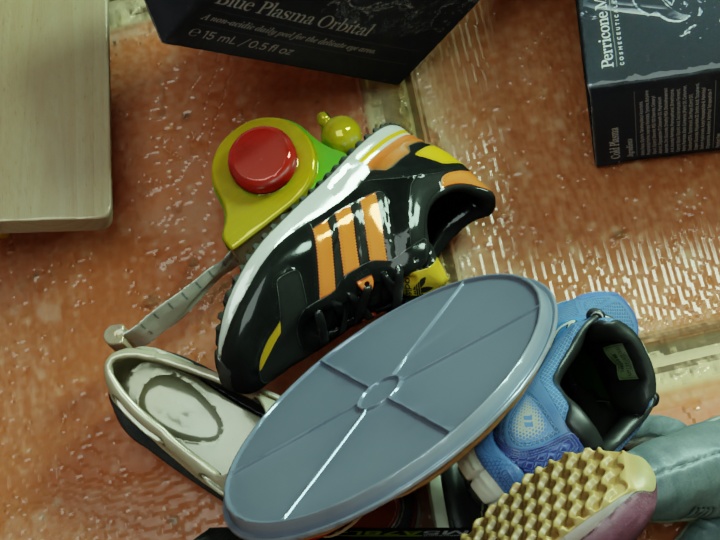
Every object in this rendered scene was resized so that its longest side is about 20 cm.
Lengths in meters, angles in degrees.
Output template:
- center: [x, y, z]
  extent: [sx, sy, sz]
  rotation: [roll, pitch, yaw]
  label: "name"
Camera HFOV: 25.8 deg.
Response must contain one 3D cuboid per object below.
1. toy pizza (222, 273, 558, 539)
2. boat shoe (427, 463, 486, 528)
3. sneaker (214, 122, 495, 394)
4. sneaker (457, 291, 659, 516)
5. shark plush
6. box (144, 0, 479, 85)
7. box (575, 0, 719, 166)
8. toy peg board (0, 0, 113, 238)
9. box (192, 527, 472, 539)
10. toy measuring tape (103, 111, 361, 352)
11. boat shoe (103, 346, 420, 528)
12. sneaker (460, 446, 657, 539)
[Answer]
- center: [0.017, 0.073, 0.791]
  extent: [0.200, 0.200, 0.032]
  rotation: [-36, 107, -5]
  label: "toy pizza"
- center: [0.068, 0.112, 0.856]
  extent: [0.067, 0.072, 0.202]
  rotation: [-9, 66, 7]
  label: "boat shoe"
- center: [0.000, 0.000, 0.896]
  extent: [0.090, 0.070, 0.200]
  rotation: [26, 59, 23]
  label: "sneaker"
- center: [0.121, 0.060, 0.813]
  extent: [0.089, 0.200, 0.079]
  rotation: [-35, 97, 29]
  label: "sneaker"
- center: [0.218, 0.102, 0.824]
  extent: [0.198, 0.083, 0.092]
  rotation: [-8, 66, 8]
  label: "shark plush"
- center: [-0.006, -0.220, 0.897]
  extent: [0.200, 0.196, 0.118]
  rotation: [-44, 59, 35]
  label: "box"
- center: [0.216, -0.181, 0.930]
  extent: [0.180, 0.104, 0.202]
  rotation: [-7, 66, 9]
  label: "box"
- center: [-0.259, -0.101, 1.011]
  extent: [0.197, 0.098, 0.202]
  rotation: [-2, 67, -7]
  label: "toy peg board"
- center: [0.010, 0.232, 0.793]
  extent: [0.191, 0.047, 0.202]
  rotation: [-1, 92, 13]
  label: "box"
- center: [-0.084, -0.033, 0.949]
  extent: [0.200, 0.074, 0.074]
  rotation: [-38, 66, -6]
  label: "toy measuring tape"
- center: [-0.059, 0.101, 0.891]
  extent: [0.199, 0.063, 0.071]
  rotation: [27, 73, 19]
  label: "boat shoe"
- center: [0.076, 0.167, 0.721]
  extent: [0.090, 0.075, 0.200]
  rotation: [41, 111, -11]
  label: "sneaker"
